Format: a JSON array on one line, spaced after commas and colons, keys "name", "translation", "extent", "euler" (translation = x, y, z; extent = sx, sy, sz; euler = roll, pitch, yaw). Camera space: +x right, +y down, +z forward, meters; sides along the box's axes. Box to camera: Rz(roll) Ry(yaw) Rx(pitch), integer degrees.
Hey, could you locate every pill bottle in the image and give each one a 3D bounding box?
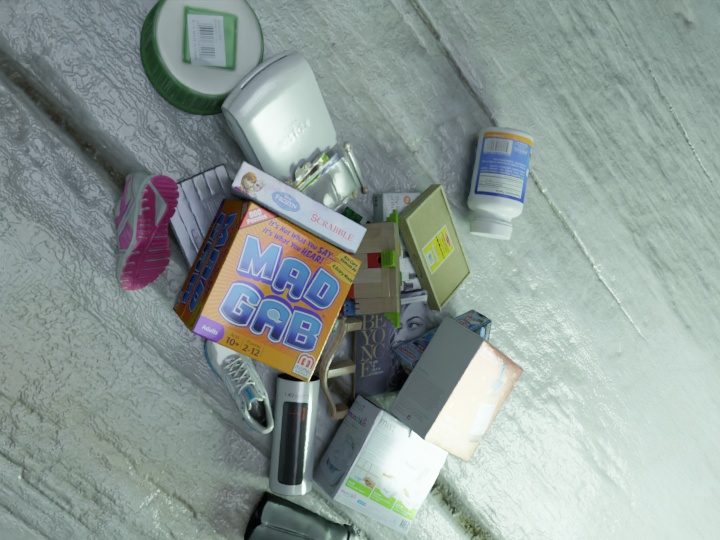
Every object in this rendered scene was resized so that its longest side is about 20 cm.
[{"name": "pill bottle", "translation": [0.270, -0.168, 1.294], "extent": [0.110, 0.112, 0.205], "euler": [9, 91, -23]}]

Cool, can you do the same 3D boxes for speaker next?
[{"name": "speaker", "translation": [-0.118, 0.287, 1.178], "extent": [0.079, 0.081, 0.206], "euler": [4, 92, -23]}]

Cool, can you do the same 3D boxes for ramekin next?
[{"name": "ramekin", "translation": [-0.249, -0.361, 1.062], "extent": [0.195, 0.097, 0.206], "euler": [-2, 95, -23]}]

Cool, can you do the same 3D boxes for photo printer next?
[{"name": "photo printer", "translation": [-0.131, -0.247, 1.085], "extent": [0.166, 0.069, 0.201], "euler": [-42, 144, -14]}]

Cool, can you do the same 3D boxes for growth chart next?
[{"name": "growth chart", "translation": [-0.075, -0.138, 1.163], "extent": [0.199, 0.018, 0.146], "euler": [-37, 138, -16]}]

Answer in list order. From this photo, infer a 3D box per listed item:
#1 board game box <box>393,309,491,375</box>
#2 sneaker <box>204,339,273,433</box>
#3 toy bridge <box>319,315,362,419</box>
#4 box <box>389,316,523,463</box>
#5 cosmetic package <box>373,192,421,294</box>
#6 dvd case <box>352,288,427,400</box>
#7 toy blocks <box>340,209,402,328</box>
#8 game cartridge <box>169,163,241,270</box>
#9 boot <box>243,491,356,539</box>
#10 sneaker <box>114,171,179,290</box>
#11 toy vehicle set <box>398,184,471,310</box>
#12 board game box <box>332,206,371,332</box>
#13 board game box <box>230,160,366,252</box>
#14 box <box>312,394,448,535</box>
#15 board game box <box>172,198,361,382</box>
[{"name": "board game box", "translation": [0.151, 0.193, 1.275], "extent": [0.196, 0.061, 0.205], "euler": [-7, 113, -33]}, {"name": "sneaker", "translation": [-0.198, 0.192, 1.133], "extent": [0.074, 0.086, 0.203], "euler": [-32, 104, -15]}, {"name": "toy bridge", "translation": [-0.041, 0.177, 1.195], "extent": [0.066, 0.027, 0.205], "euler": [-7, 113, -34]}, {"name": "box", "translation": [0.174, 0.215, 1.193], "extent": [0.151, 0.106, 0.202], "euler": [33, 88, -39]}, {"name": "cosmetic package", "translation": [0.071, -0.044, 1.250], "extent": [0.081, 0.050, 0.206], "euler": [-4, 96, -24]}, {"name": "dvd case", "translation": [0.055, 0.140, 1.246], "extent": [0.145, 0.016, 0.205], "euler": [-7, 112, -23]}, {"name": "toy blocks", "translation": [0.000, 0.000, 1.148], "extent": [0.133, 0.100, 0.206], "euler": [-3, 84, 11]}, {"name": "game cartridge", "translation": [-0.247, -0.064, 1.122], "extent": [0.128, 0.038, 0.204], "euler": [-27, 104, -24]}, {"name": "boot", "translation": [-0.123, 0.515, 1.197], "extent": [0.198, 0.065, 0.168], "euler": [29, 74, -26]}, {"name": "sneaker", "translation": [-0.351, -0.067, 1.056], "extent": [0.080, 0.088, 0.204], "euler": [1, 115, -50]}, {"name": "toy vehicle set", "translation": [0.143, -0.043, 1.255], "extent": [0.124, 0.026, 0.203], "euler": [-42, 121, -35]}, {"name": "board game box", "translation": [-0.037, -0.003, 1.196], "extent": [0.104, 0.023, 0.202], "euler": [32, 84, 5]}, {"name": "board game box", "translation": [-0.102, -0.092, 1.004], "extent": [0.197, 0.199, 0.042], "euler": [28, 88, -11]}, {"name": "box", "translation": [0.041, 0.362, 1.227], "extent": [0.199, 0.096, 0.179], "euler": [35, 80, -30]}, {"name": "board game box", "translation": [-0.154, 0.025, 1.044], "extent": [0.197, 0.199, 0.204], "euler": [27, 86, -24]}]
